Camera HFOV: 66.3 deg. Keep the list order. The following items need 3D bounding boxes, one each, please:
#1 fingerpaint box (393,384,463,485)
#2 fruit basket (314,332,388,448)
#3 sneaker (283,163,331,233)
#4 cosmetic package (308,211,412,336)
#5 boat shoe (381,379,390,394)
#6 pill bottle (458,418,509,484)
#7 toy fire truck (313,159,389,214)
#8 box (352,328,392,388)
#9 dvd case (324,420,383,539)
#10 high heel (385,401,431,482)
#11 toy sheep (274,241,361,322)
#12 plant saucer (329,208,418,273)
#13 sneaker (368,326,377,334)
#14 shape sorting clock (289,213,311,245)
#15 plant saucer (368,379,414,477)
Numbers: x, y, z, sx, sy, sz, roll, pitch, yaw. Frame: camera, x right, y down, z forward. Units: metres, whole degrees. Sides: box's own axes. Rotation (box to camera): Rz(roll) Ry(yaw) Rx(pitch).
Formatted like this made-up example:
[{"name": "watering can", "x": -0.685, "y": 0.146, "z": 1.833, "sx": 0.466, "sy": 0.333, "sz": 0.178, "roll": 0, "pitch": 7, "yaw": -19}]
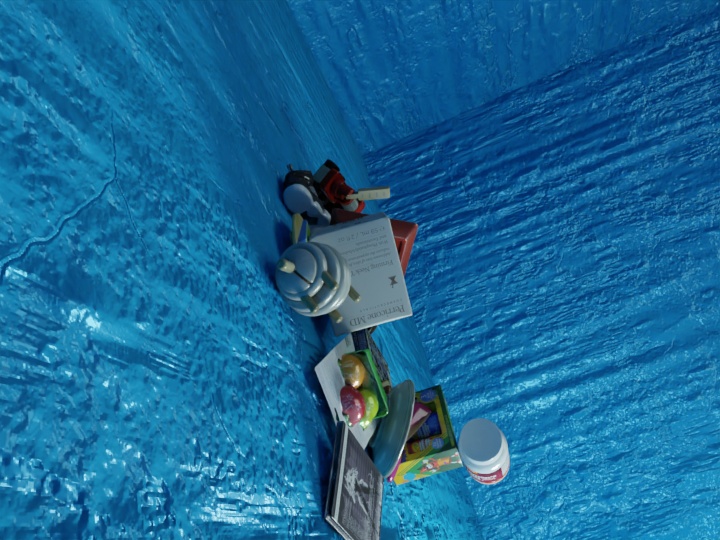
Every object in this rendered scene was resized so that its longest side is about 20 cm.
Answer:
[{"name": "fingerpaint box", "x": 0.140, "y": 0.388, "z": 1.323, "sx": 0.201, "sy": 0.164, "sz": 0.074, "roll": -96, "pitch": 165, "yaw": -58}, {"name": "fruit basket", "x": -0.023, "y": 0.230, "z": 1.012, "sx": 0.188, "sy": 0.092, "sz": 0.200, "roll": 69, "pitch": 24, "yaw": -5}, {"name": "sneaker", "x": -0.116, "y": -0.157, "z": 1.267, "sx": 0.201, "sy": 0.074, "sz": 0.115, "roll": 55, "pitch": 19, "yaw": -51}, {"name": "cosmetic package", "x": 0.000, "y": 0.000, "z": 1.138, "sx": 0.166, "sy": 0.164, "sz": 0.204, "roll": -100, "pitch": 174, "yaw": -81}, {"name": "boat shoe", "x": 0.042, "y": 0.297, "z": 1.255, "sx": 0.200, "sy": 0.071, "sz": 0.073, "roll": 62, "pitch": 8, "yaw": -74}, {"name": "pill bottle", "x": 0.278, "y": 0.406, "z": 1.242, "sx": 0.201, "sy": 0.108, "sz": 0.111, "roll": 62, "pitch": 11, "yaw": -56}, {"name": "toy fire truck", "x": -0.020, "y": -0.201, "z": 1.508, "sx": 0.199, "sy": 0.129, "sz": 0.176, "roll": 36, "pitch": -9, "yaw": 28}, {"name": "box", "x": 0.036, "y": 0.249, "z": 1.413, "sx": 0.201, "sy": 0.039, "sz": 0.138, "roll": 61, "pitch": 13, "yaw": -45}, {"name": "dvd case", "x": -0.005, "y": 0.359, "z": 0.882, "sx": 0.150, "sy": 0.016, "sz": 0.201, "roll": -82, "pitch": 155, "yaw": -45}, {"name": "high heel", "x": 0.107, "y": 0.381, "z": 1.234, "sx": 0.068, "sy": 0.094, "sz": 0.202, "roll": 98, "pitch": 4, "yaw": -50}, {"name": "toy sheep", "x": -0.079, "y": 0.015, "z": 0.940, "sx": 0.200, "sy": 0.136, "sz": 0.140, "roll": 41, "pitch": 29, "yaw": -62}, {"name": "plant saucer", "x": 0.019, "y": -0.041, "z": 1.278, "sx": 0.201, "sy": 0.196, "sz": 0.037, "roll": 101, "pitch": -2, "yaw": -47}, {"name": "sneaker", "x": 0.019, "y": 0.078, "z": 1.480, "sx": 0.076, "sy": 0.069, "sz": 0.204, "roll": -58, "pitch": 144, "yaw": -72}, {"name": "shape sorting clock", "x": -0.108, "y": -0.014, "z": 1.108, "sx": 0.200, "sy": 0.039, "sz": 0.204, "roll": -14, "pitch": 91, "yaw": -89}, {"name": "plant saucer", "x": 0.056, "y": 0.318, "z": 1.138, "sx": 0.200, "sy": 0.049, "sz": 0.204, "roll": -162, "pitch": -91, "yaw": -86}]
